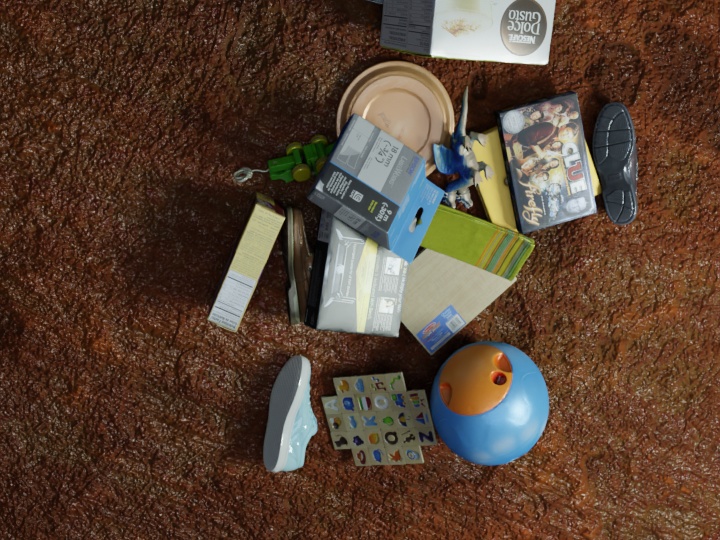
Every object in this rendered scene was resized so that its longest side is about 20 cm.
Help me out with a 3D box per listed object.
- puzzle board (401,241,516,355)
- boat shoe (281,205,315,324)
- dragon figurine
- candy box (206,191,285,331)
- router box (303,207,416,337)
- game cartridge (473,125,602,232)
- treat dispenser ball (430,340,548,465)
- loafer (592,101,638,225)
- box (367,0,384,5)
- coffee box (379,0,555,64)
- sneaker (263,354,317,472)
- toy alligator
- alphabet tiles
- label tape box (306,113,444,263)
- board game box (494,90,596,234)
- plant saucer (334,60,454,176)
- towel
[{"bbox_3d":[0.147,0.025,1.715,0.199,0.017,0.151,-41,105,5],"label":"puzzle board"},{"bbox_3d":[-0.092,-0.011,1.657,0.066,0.072,0.204,-6,113,-10],"label":"boat shoe"},{"bbox_3d":[0.155,-0.187,1.617,0.058,0.098,0.204,-32,114,-36],"label":"dragon figurine"},{"bbox_3d":[-0.183,-0.016,1.616,0.056,0.117,0.203,23,101,-11],"label":"candy box"},{"bbox_3d":[0.000,0.000,1.635,0.154,0.052,0.205,8,94,-28],"label":"router box"},{"bbox_3d":[0.285,-0.171,1.678,0.197,0.032,0.179,-24,105,-3],"label":"game cartridge"},{"bbox_3d":[0.214,0.220,1.674,0.196,0.201,0.205,-1,104,-6],"label":"treat dispenser ball"},{"bbox_3d":[0.430,-0.181,1.683,0.071,0.063,0.205,-3,101,26],"label":"loafer"},{"bbox_3d":[-0.029,-0.510,1.550,0.196,0.044,0.164,10,102,-9],"label":"box"},{"bbox_3d":[0.159,-0.416,1.492,0.196,0.200,0.202,0,105,-22],"label":"coffee box"},{"bbox_3d":[-0.109,0.244,1.723,0.081,0.073,0.204,10,99,-39],"label":"sneaker"},{"bbox_3d":[-0.105,-0.166,1.623,0.196,0.060,0.055,-18,146,-2],"label":"toy alligator"},{"bbox_3d":[0.030,0.255,1.713,0.196,0.006,0.170,-7,107,27],"label":"alphabet tiles"},{"bbox_3d":[0.035,-0.128,1.568,0.198,0.063,0.146,31,70,-10],"label":"label tape box"},{"bbox_3d":[0.303,-0.176,1.644,0.133,0.035,0.204,-15,105,-4],"label":"board game box"},{"bbox_3d":[0.057,-0.237,1.633,0.196,0.032,0.205,-1,103,-6],"label":"plant saucer"},{"bbox_3d":[0.185,-0.047,1.671,0.196,0.018,0.087,20,121,-11],"label":"towel"}]
